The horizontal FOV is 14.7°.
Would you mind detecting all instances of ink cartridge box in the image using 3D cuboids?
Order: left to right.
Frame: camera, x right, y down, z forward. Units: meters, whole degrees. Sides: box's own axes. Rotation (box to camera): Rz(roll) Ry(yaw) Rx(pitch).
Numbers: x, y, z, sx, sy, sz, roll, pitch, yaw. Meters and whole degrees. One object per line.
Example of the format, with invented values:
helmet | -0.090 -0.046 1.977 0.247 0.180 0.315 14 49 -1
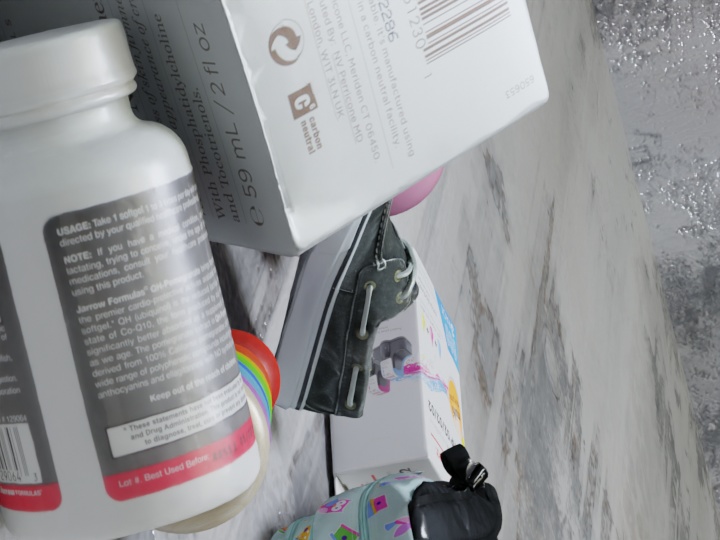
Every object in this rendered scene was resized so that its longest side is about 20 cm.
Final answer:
ink cartridge box | 0.025 0.102 1.832 0.115 0.067 0.201 60 23 -55

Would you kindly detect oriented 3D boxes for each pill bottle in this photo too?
pill bottle | -0.116 0.003 1.159 0.111 0.110 0.201 -47 125 -75

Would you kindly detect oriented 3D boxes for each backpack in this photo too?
backpack | 0.025 0.194 1.623 0.200 0.126 0.168 24 44 -74

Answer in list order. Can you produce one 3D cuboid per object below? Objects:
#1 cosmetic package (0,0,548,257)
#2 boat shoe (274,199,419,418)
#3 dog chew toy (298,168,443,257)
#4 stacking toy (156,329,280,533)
cosmetic package | -0.054 -0.124 1.251 0.166 0.199 0.168 -32 117 -32
boat shoe | 0.000 0.000 1.609 0.072 0.071 0.201 -84 -171 -52
dog chew toy | 0.008 -0.091 1.703 0.124 0.200 0.125 29 25 -15
stacking toy | -0.078 0.071 1.409 0.200 0.085 0.086 -61 139 -82
